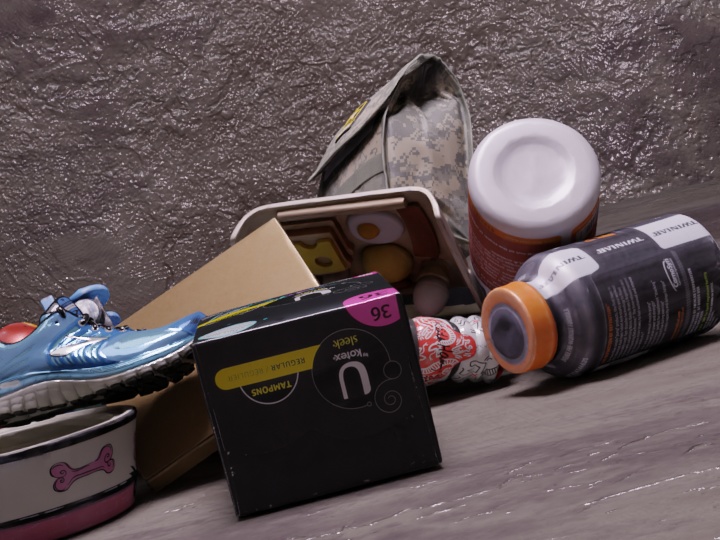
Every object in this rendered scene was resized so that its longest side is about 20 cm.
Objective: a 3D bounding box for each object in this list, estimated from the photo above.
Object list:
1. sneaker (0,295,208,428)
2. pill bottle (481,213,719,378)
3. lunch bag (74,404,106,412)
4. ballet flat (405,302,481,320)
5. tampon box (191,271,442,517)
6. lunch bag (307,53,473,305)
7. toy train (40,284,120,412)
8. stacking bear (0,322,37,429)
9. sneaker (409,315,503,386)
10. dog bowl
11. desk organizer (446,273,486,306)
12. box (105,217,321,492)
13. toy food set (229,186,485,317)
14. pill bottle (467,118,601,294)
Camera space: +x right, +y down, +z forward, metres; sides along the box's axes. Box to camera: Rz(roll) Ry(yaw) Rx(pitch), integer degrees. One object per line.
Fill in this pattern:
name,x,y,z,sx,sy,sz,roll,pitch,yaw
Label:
sneaker,-0.213,0.058,1.539,0.199,0.090,0.078,-13,-12,-2
pill bottle,0.196,0.025,1.613,0.199,0.107,0.106,-16,4,-32
lunch bag,-0.133,0.095,1.705,0.170,0.123,0.200,-12,-1,21
ballet flat,0.064,0.066,1.868,0.199,0.070,0.069,-13,4,22
tampon box,-0.035,0.084,1.427,0.149,0.127,0.200,-15,4,-3
lunch bag,0.028,-0.088,1.865,0.117,0.201,0.164,7,-27,-26
toy train,-0.260,0.092,1.826,0.114,0.087,0.200,-29,-24,-10
stacking bear,-0.316,0.113,1.700,0.121,0.114,0.200,27,-43,-23
sneaker,0.067,0.075,1.731,0.107,0.068,0.201,-1,-6,-7
dog bowl,-0.260,0.163,1.505,0.199,0.074,0.200,-14,3,1
desk organizer,0.072,0.047,2.044,0.199,0.072,0.077,-12,2,30
box,-0.116,0.064,1.588,0.200,0.021,0.164,-35,47,0
toy food set,0.000,0.000,1.744,0.199,0.061,0.144,-6,-38,20
pill bottle,0.148,-0.036,1.706,0.112,0.113,0.200,-14,-27,-4
